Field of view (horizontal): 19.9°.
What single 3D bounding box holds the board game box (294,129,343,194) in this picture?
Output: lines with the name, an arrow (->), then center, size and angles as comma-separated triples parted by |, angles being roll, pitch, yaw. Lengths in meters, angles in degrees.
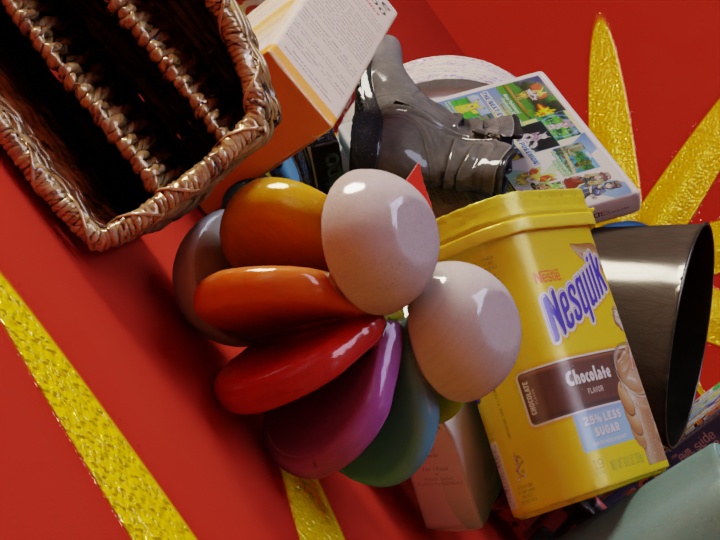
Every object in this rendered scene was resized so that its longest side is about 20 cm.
board game box -> -0.038, -0.095, 1.659 | 0.201, 0.028, 0.136 | -110, -172, -54

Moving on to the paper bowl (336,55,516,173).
paper bowl -> 0.074, -0.073, 1.752 | 0.201, 0.200, 0.105 | 48, 15, -19

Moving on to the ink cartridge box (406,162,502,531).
ink cartridge box -> 0.060, 0.048, 1.384 | 0.161, 0.050, 0.202 | -55, 135, -56

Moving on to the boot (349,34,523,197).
boot -> 0.059, -0.114, 1.595 | 0.201, 0.130, 0.070 | -86, 178, -51

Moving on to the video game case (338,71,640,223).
video game case -> 0.096, -0.081, 1.603 | 0.200, 0.181, 0.022 | -120, -162, -52

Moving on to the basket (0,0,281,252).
basket -> -0.145, -0.129, 1.189 | 0.201, 0.142, 0.149 | 52, 10, 2

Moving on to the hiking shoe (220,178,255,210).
hiking shoe -> -0.028, 0.021, 1.373 | 0.201, 0.074, 0.087 | 53, 10, 5

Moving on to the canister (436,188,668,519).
canister -> 0.125, 0.054, 1.375 | 0.148, 0.086, 0.202 | -6, 76, -58

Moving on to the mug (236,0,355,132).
mug -> -0.074, -0.237, 1.859 | 0.200, 0.133, 0.178 | 48, 13, -35

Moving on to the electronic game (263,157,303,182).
electronic game -> -0.111, -0.132, 1.599 | 0.200, 0.042, 0.200 | 49, 12, -14

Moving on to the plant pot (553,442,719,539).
plant pot -> 0.198, 0.228, 1.336 | 0.201, 0.196, 0.200 | 49, 12, -15

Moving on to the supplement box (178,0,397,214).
supplement box -> -0.060, -0.139, 1.476 | 0.074, 0.126, 0.200 | 48, 31, -14

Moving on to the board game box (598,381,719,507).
board game box -> 0.236, 0.165, 1.671 | 0.035, 0.200, 0.135 | 51, 10, 0

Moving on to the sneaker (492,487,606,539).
sneaker -> 0.110, 0.145, 1.568 | 0.200, 0.071, 0.098 | 44, 7, -23

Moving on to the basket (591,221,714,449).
basket -> 0.154, 0.036, 1.556 | 0.136, 0.198, 0.181 | 69, 34, -53

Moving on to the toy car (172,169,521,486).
toy car -> -0.017, 0.046, 1.199 | 0.200, 0.174, 0.151 | 46, 47, -31
